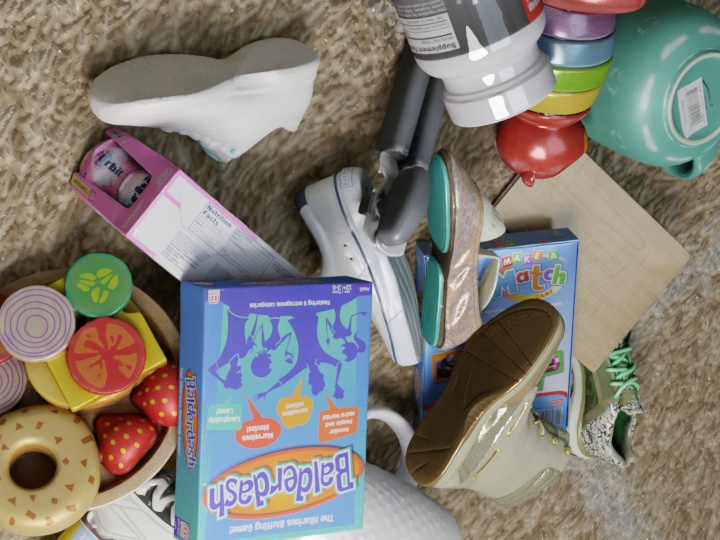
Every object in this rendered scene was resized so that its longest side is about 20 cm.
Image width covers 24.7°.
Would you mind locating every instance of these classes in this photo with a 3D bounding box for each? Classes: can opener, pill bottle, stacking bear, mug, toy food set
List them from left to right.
[{"bbox_3d":[-0.230,0.089,1.267,0.199,0.199,0.049,-29,167,-12],"label":"toy food set"},{"bbox_3d":[-0.007,0.220,1.498,0.175,0.147,0.201,35,71,-37],"label":"mug"},{"bbox_3d":[0.047,-0.104,1.386,0.053,0.066,0.201,33,60,-41],"label":"can opener"},{"bbox_3d":[0.084,-0.228,1.339,0.115,0.116,0.201,-31,112,-19],"label":"pill bottle"},{"bbox_3d":[0.171,-0.175,1.456,0.113,0.122,0.201,4,120,-7],"label":"stacking bear"},{"bbox_3d":[0.292,-0.170,1.534,0.184,0.114,0.153,17,101,-38],"label":"mug"}]

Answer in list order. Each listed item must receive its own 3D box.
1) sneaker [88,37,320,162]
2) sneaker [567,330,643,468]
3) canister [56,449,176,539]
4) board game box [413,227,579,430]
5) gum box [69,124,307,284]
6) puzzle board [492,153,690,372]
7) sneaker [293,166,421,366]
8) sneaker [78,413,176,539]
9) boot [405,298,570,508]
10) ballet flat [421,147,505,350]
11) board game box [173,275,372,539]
[{"bbox_3d":[-0.121,-0.124,1.304,0.199,0.075,0.089,-12,129,-31],"label":"sneaker"},{"bbox_3d":[0.259,0.110,1.656,0.077,0.088,0.201,-16,117,-30],"label":"sneaker"},{"bbox_3d":[-0.154,0.216,1.387,0.200,0.148,0.087,-49,171,-2],"label":"canister"},{"bbox_3d":[0.126,0.064,1.551,0.150,0.037,0.201,-6,116,-12],"label":"board game box"},{"bbox_3d":[-0.132,-0.025,1.307,0.066,0.113,0.200,-51,130,-4],"label":"gum box"},{"bbox_3d":[0.205,-0.018,1.577,0.200,0.017,0.151,40,91,-23],"label":"puzzle board"},{"bbox_3d":[0.000,0.000,1.444,0.070,0.073,0.201,-13,118,16],"label":"sneaker"},{"bbox_3d":[-0.199,0.170,1.320,0.081,0.200,0.075,-51,173,9],"label":"sneaker"},{"bbox_3d":[0.147,0.126,1.507,0.154,0.072,0.201,24,105,-45],"label":"boot"},{"bbox_3d":[0.091,-0.022,1.450,0.067,0.068,0.201,-8,126,-15],"label":"ballet flat"},{"bbox_3d":[-0.067,0.107,1.278,0.151,0.045,0.202,-3,98,-33],"label":"board game box"}]
